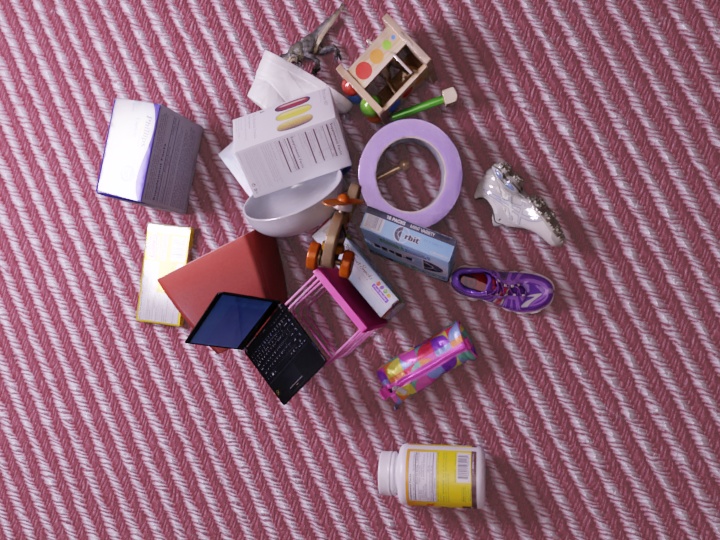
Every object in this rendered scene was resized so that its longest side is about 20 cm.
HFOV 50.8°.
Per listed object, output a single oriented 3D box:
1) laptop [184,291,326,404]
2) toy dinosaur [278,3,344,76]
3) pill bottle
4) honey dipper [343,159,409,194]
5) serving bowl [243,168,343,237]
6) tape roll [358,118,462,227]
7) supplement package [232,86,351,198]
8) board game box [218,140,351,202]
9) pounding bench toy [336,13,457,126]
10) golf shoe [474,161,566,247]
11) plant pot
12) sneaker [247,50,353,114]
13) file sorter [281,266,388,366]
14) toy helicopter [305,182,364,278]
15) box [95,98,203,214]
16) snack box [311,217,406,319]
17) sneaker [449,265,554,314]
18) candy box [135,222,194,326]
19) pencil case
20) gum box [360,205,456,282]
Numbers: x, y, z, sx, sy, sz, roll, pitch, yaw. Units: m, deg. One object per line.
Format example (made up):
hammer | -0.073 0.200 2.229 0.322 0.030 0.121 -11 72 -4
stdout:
laptop | -0.185 0.141 1.324 0.201 0.103 0.177 51 135 8
toy dinosaur | -0.090 -0.444 1.521 0.199 0.047 0.089 -40 74 4
pill bottle | 0.133 0.379 1.405 0.194 0.109 0.113 0 87 11
honey dipper | 0.008 -0.169 1.495 0.196 0.038 0.039 -26 83 5
serving bowl | -0.117 -0.119 1.410 0.195 0.202 0.067 -14 119 10
tape roll | 0.093 -0.178 1.433 0.194 0.085 0.207 0 94 1
supplement package | -0.127 -0.239 1.413 0.195 0.111 0.115 -18 43 4
board game box | -0.152 -0.219 1.521 0.198 0.043 0.201 -39 81 4
pounding bench toy | 0.071 -0.342 1.442 0.156 0.124 0.200 -44 81 6
golf shoe | 0.298 -0.106 1.424 0.097 0.078 0.201 -47 74 23
plant pot | -0.240 0.040 1.462 0.196 0.200 0.180 -25 96 9
sneaker | -0.121 -0.325 1.472 0.196 0.074 0.118 27 94 -7
file sorter | -0.053 0.089 1.411 0.125 0.200 0.140 -42 81 9
toy helicopter | -0.032 -0.094 1.317 0.077 0.202 0.135 13 132 7
box | -0.410 -0.220 1.493 0.102 0.200 0.190 12 90 12
snack box | 0.000 0.000 1.431 0.053 0.142 0.201 -41 80 5
sneaker | 0.261 0.036 1.408 0.194 0.083 0.083 6 89 10
candy box | -0.404 0.008 1.570 0.099 0.026 0.206 6 88 14
pencil case | 0.124 0.177 1.430 0.197 0.088 0.090 -33 82 7
gum box | 0.090 -0.044 1.382 0.166 0.200 0.046 22 83 9
